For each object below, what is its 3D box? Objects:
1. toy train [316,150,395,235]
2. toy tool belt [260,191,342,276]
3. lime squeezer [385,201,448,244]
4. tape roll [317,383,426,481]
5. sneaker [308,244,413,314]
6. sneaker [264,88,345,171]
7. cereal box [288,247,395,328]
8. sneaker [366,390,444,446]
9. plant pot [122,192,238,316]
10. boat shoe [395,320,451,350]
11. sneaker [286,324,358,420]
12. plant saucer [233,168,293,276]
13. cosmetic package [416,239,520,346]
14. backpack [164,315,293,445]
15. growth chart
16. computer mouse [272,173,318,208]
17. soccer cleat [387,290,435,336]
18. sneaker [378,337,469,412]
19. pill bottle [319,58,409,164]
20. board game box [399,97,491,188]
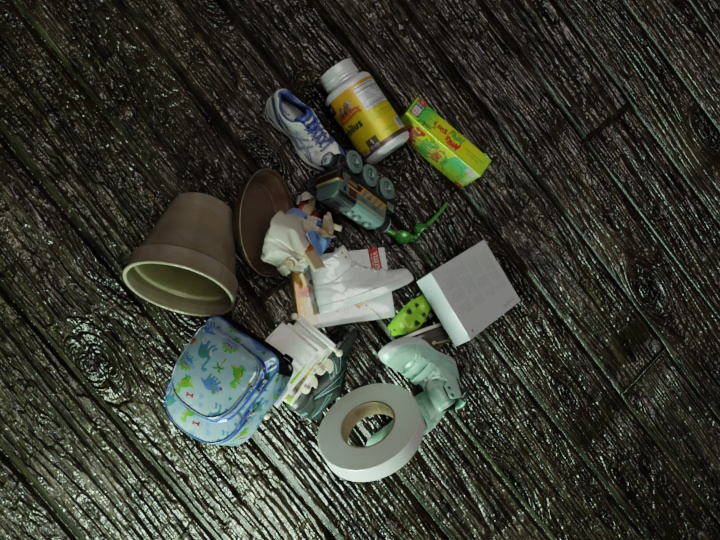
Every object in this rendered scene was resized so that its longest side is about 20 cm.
[{"bbox_3d":[-0.007,-0.149,1.359,0.200,0.085,0.115,33,55,-42],"label":"toy train"},{"bbox_3d":[-0.093,-0.059,1.307,0.122,0.200,0.125,24,119,8],"label":"toy tool belt"},{"bbox_3d":[0.103,-0.091,1.453,0.199,0.038,0.071,-14,55,-17],"label":"lime squeezer"},{"bbox_3d":[0.019,0.295,1.286,0.202,0.203,0.037,-37,126,-18],"label":"tape roll"},{"bbox_3d":[0.000,0.000,1.341,0.199,0.074,0.116,-17,89,-18],"label":"sneaker"},{"bbox_3d":[-0.106,-0.275,1.385,0.200,0.088,0.075,39,72,-9],"label":"sneaker"},{"bbox_3d":[-0.038,0.036,1.384,0.199,0.040,0.145,-8,83,-17],"label":"cereal box"},{"bbox_3d":[0.111,0.301,1.347,0.200,0.118,0.074,-36,93,-18],"label":"sneaker"},{"bbox_3d":[-0.304,-0.038,1.252,0.199,0.200,0.175,17,62,-13],"label":"plant pot"},{"bbox_3d":[0.146,0.139,1.406,0.200,0.072,0.061,-20,84,-21],"label":"boat shoe"},{"bbox_3d":[-0.061,0.197,1.346,0.079,0.075,0.200,39,80,-21],"label":"sneaker"},{"bbox_3d":[-0.185,-0.089,1.305,0.036,0.200,0.202,1,79,24],"label":"plant saucer"},{"bbox_3d":[0.222,0.042,1.410,0.200,0.052,0.151,-28,84,-43],"label":"cosmetic package"},{"bbox_3d":[-0.245,0.200,1.225,0.182,0.147,0.201,31,89,20],"label":"backpack"},{"bbox_3d":[-0.143,0.179,1.300,0.200,0.018,0.145,-42,74,-6],"label":"growth chart"},{"bbox_3d":[-0.112,-0.161,1.394,0.199,0.034,0.059,-13,87,-17],"label":"computer mouse"},{"bbox_3d":[0.131,0.069,1.418,0.200,0.081,0.068,-31,89,-40],"label":"soccer cleat"},{"bbox_3d":[0.126,0.202,1.318,0.200,0.074,0.119,23,33,-36],"label":"sneaker"},{"bbox_3d":[0.004,-0.323,1.412,0.109,0.109,0.201,-35,92,-18],"label":"pill bottle"},{"bbox_3d":[0.166,-0.263,1.455,0.200,0.102,0.048,38,75,-8],"label":"board game box"}]
